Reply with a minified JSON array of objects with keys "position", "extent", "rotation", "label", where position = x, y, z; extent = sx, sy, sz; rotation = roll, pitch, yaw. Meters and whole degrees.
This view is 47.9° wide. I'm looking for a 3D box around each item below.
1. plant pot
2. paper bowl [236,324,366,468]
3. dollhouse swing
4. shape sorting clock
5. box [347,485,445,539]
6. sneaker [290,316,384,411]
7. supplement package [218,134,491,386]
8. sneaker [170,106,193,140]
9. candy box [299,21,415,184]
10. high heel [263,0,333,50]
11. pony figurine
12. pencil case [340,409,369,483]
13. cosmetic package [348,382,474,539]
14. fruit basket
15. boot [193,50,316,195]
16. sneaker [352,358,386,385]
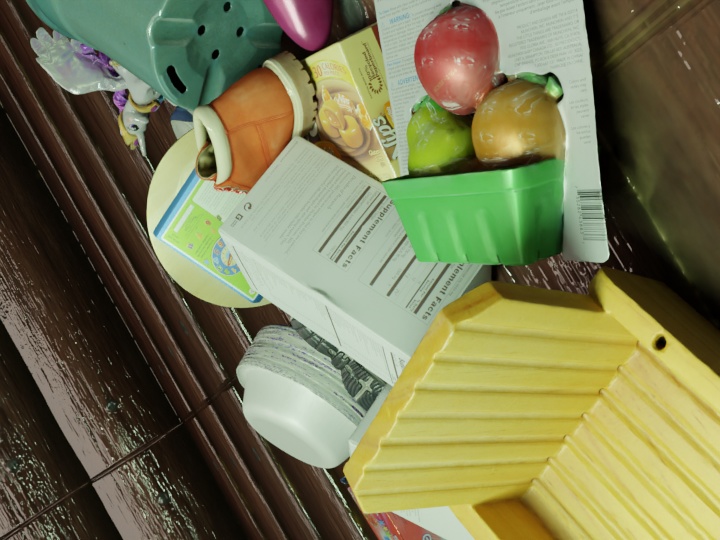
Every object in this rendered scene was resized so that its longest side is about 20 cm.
[{"position":[-0.177,-0.257,0.732],"extent":[0.196,0.199,0.202],"rotation":[41,151,29],"label":"plant pot"},{"position":[-0.066,0.167,1.005],"extent":[0.197,0.105,0.202],"rotation":[25,154,13],"label":"paper bowl"},{"position":[0.123,0.122,0.473],"extent":[0.182,0.174,0.202],"rotation":[46,121,29],"label":"dollhouse swing"},{"position":[-0.123,-0.059,0.847],"extent":[0.039,0.196,0.203],"rotation":[-118,5,-73],"label":"shape sorting clock"},{"position":[0.086,0.306,0.945],"extent":[0.202,0.102,0.095],"rotation":[56,157,7],"label":"box"},{"position":[0.006,0.083,0.905],"extent":[0.077,0.080,0.201],"rotation":[-37,97,23],"label":"sneaker"},{"position":[0.000,0.000,0.676],"extent":[0.198,0.110,0.114],"rotation":[32,162,21],"label":"supplement package"},{"position":[-0.213,-0.124,1.083],"extent":[0.203,0.087,0.075],"rotation":[60,158,5],"label":"sneaker"},{"position":[-0.019,-0.134,0.715],"extent":[0.199,0.055,0.117],"rotation":[4,121,63],"label":"candy box"},{"position":[-0.056,-0.272,0.613],"extent":[0.204,0.066,0.096],"rotation":[70,165,-13],"label":"high heel"},{"position":[-0.307,-0.269,1.061],"extent":[0.195,0.166,0.199],"rotation":[56,140,-1],"label":"pony figurine"},{"position":[0.078,0.223,0.830],"extent":[0.197,0.092,0.087],"rotation":[25,98,27],"label":"pencil case"},{"position":[0.099,0.165,0.673],"extent":[0.197,0.108,0.086],"rotation":[22,140,26],"label":"cosmetic package"},{"position":[0.082,-0.107,0.527],"extent":[0.184,0.092,0.205],"rotation":[1,98,55],"label":"fruit basket"},{"position":[-0.102,-0.098,0.726],"extent":[0.075,0.106,0.201],"rotation":[47,157,19],"label":"boot"},{"position":[-0.019,0.016,0.781],"extent":[0.200,0.079,0.075],"rotation":[45,175,13],"label":"sneaker"}]
